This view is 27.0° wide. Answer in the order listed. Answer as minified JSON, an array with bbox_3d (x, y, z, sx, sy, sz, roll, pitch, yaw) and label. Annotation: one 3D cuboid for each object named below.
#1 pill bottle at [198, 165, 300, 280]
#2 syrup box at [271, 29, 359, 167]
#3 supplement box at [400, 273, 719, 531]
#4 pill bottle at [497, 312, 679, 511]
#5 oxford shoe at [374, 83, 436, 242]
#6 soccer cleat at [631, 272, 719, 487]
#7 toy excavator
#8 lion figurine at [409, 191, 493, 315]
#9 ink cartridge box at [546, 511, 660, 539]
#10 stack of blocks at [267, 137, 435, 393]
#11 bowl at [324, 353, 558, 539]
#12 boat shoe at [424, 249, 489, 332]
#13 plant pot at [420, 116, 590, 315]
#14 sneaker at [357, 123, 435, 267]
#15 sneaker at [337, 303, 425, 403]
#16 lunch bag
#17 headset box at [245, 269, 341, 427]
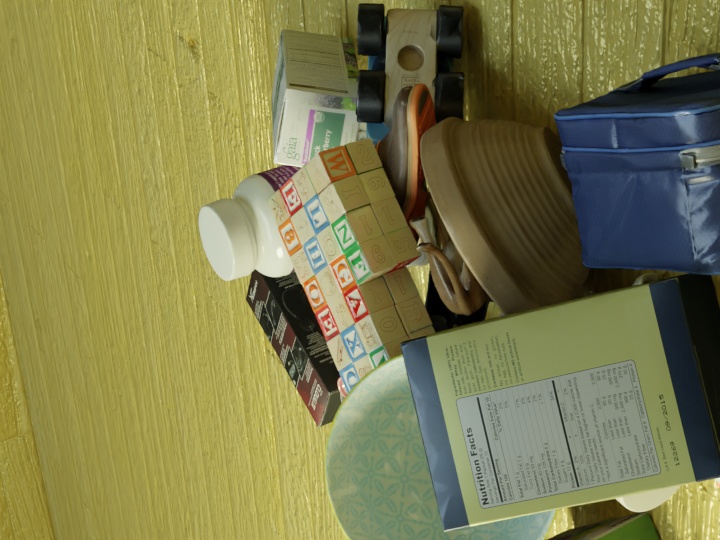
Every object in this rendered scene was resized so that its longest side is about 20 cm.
[{"bbox_3d":[-0.068,-0.059,1.601,0.112,0.198,0.113,43,143,45],"label":"pill bottle"},{"bbox_3d":[-0.046,-0.174,1.510,0.200,0.080,0.080,-101,19,-64],"label":"syrup box"},{"bbox_3d":[0.161,0.089,1.084,0.200,0.198,0.136,-3,-101,-70],"label":"supplement box"},{"bbox_3d":[0.193,0.118,1.295,0.200,0.110,0.112,42,142,47],"label":"pill bottle"},{"bbox_3d":[0.024,-0.088,1.347,0.072,0.072,0.201,15,136,8],"label":"oxford shoe"},{"bbox_3d":[0.264,0.089,1.189,0.201,0.069,0.078,56,148,35],"label":"soccer cleat"},{"bbox_3d":[0.048,-0.137,1.428,0.200,0.099,0.197,79,-168,-77],"label":"toy excavator"},{"bbox_3d":[0.093,-0.004,1.330,0.072,0.200,0.124,-10,107,24],"label":"lion figurine"},{"bbox_3d":[0.212,0.272,1.373,0.060,0.103,0.200,67,155,6],"label":"ink cartridge box"},{"bbox_3d":[0.000,0.000,1.329,0.115,0.058,0.202,-34,77,56],"label":"stack of blocks"},{"bbox_3d":[0.077,0.162,1.268,0.108,0.198,0.202,2,-114,-77],"label":"bowl"},{"bbox_3d":[0.068,0.069,1.402,0.084,0.068,0.201,-34,31,38],"label":"boat shoe"},{"bbox_3d":[0.142,-0.053,1.257,0.092,0.200,0.202,-30,77,20],"label":"plant pot"},{"bbox_3d":[0.016,-0.088,1.528,0.078,0.099,0.202,16,122,60],"label":"sneaker"},{"bbox_3d":[0.036,0.089,1.499,0.076,0.103,0.202,102,-177,-56],"label":"sneaker"},{"bbox_3d":[0.234,-0.081,1.045,0.199,0.135,0.134,3,111,60],"label":"lunch bag"},{"bbox_3d":[-0.015,0.066,1.642,0.201,0.148,0.078,58,153,24],"label":"headset box"}]
